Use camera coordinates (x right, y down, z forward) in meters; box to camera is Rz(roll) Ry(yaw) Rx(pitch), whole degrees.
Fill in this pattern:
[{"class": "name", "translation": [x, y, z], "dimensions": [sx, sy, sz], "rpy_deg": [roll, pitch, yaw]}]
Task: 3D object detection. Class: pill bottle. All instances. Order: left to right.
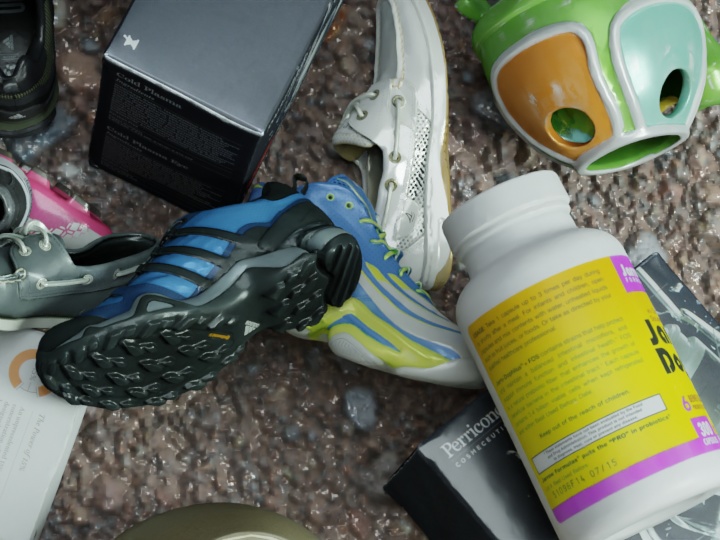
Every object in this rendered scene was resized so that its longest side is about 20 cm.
[{"class": "pill bottle", "translation": [0.119, 0.048, 1.166], "dimensions": [0.104, 0.104, 0.200], "rpy_deg": [-21, 76, -15]}]

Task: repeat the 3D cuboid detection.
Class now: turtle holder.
[{"class": "turtle holder", "translation": [0.157, -0.131, 1.347], "dimensions": [0.141, 0.185, 0.132], "rpy_deg": [-25, 77, 17]}]

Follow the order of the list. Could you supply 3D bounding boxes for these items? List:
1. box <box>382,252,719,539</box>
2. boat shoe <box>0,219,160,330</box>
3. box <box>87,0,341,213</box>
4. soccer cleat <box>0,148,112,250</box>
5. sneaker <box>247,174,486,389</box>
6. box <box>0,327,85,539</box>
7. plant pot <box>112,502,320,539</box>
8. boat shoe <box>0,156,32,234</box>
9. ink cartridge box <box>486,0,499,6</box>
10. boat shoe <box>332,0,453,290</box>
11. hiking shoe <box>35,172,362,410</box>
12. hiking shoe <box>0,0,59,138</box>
[{"class": "box", "translation": [0.157, 0.134, 1.265], "dimensions": [0.200, 0.124, 0.197], "rpy_deg": [-38, 82, -18]}, {"class": "boat shoe", "translation": [-0.192, -0.003, 1.196], "dimensions": [0.200, 0.073, 0.062], "rpy_deg": [9, 105, -48]}, {"class": "box", "translation": [-0.074, -0.154, 1.276], "dimensions": [0.104, 0.182, 0.200], "rpy_deg": [26, 72, -1]}, {"class": "soccer cleat", "translation": [-0.251, -0.043, 1.280], "dimensions": [0.200, 0.070, 0.086], "rpy_deg": [29, 87, 1]}, {"class": "sneaker", "translation": [0.000, 0.000, 1.262], "dimensions": [0.200, 0.076, 0.105], "rpy_deg": [18, 90, 20]}, {"class": "box", "translation": [-0.267, 0.082, 1.217], "dimensions": [0.200, 0.097, 0.125], "rpy_deg": [20, 71, -3]}, {"class": "plant pot", "translation": [-0.073, 0.205, 1.161], "dimensions": [0.187, 0.200, 0.188], "rpy_deg": [3, 73, -9]}, {"class": "boat shoe", "translation": [-0.294, -0.035, 1.214], "dimensions": [0.199, 0.068, 0.074], "rpy_deg": [5, 100, 2]}, {"class": "ink cartridge box", "translation": [0.119, -0.296, 1.368], "dimensions": [0.145, 0.145, 0.200], "rpy_deg": [-15, 75, -11]}, {"class": "boat shoe", "translation": [0.017, -0.086, 1.330], "dimensions": [0.069, 0.071, 0.200], "rpy_deg": [-1, 75, -12]}, {"class": "hiking shoe", "translation": [-0.100, 0.014, 1.206], "dimensions": [0.200, 0.074, 0.087], "rpy_deg": [-22, 48, -21]}, {"class": "hiking shoe", "translation": [-0.220, -0.189, 1.302], "dimensions": [0.076, 0.101, 0.200], "rpy_deg": [-10, 76, -13]}]
